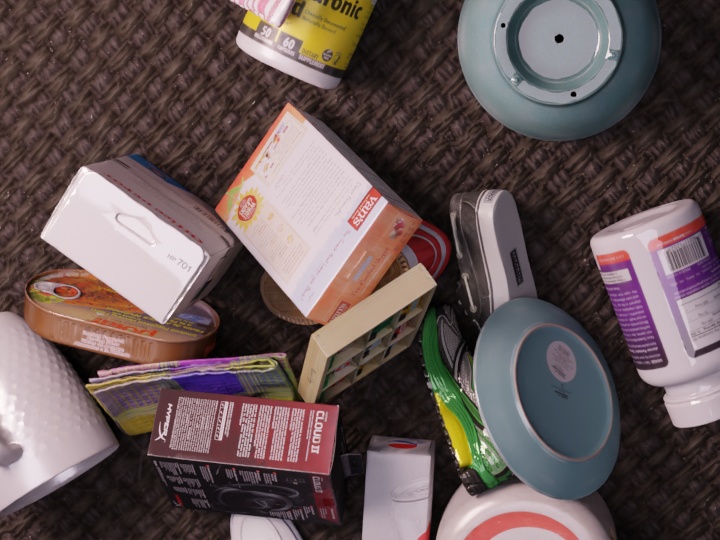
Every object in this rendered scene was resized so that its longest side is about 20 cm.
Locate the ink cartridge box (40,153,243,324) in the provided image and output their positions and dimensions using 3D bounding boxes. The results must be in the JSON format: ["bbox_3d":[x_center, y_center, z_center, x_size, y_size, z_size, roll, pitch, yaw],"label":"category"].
[{"bbox_3d":[-0.204,-0.035,1.610,0.146,0.200,0.086,36,101,1],"label":"ink cartridge box"}]

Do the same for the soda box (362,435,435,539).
[{"bbox_3d":[0.037,0.273,1.694,0.068,0.063,0.201,5,99,6],"label":"soda box"}]

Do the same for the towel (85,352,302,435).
[{"bbox_3d":[-0.162,0.127,1.667,0.199,0.144,0.023,-6,62,5],"label":"towel"}]

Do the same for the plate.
[{"bbox_3d":[0.188,0.119,1.594,0.026,0.200,0.201,-26,95,46],"label":"plate"}]

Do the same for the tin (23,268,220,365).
[{"bbox_3d":[-0.240,0.048,1.672,0.199,0.112,0.042,14,110,6],"label":"tin"}]

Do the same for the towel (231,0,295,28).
[{"bbox_3d":[-0.089,-0.317,1.568,0.030,0.200,0.147,18,102,-31],"label":"towel"}]

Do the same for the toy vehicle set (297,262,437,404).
[{"bbox_3d":[0.003,0.066,1.583,0.124,0.200,0.027,-33,78,-15],"label":"toy vehicle set"}]

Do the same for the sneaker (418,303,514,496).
[{"bbox_3d":[0.111,0.119,1.631,0.085,0.078,0.201,-20,63,0],"label":"sneaker"}]

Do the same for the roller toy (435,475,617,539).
[{"bbox_3d":[0.164,0.288,1.641,0.200,0.140,0.182,45,101,-1],"label":"roller toy"}]

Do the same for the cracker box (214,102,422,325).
[{"bbox_3d":[-0.044,-0.053,1.601,0.134,0.058,0.200,-54,44,11],"label":"cracker box"}]

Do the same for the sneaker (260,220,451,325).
[{"bbox_3d":[0.000,0.000,1.665,0.199,0.112,0.072,-11,99,39],"label":"sneaker"}]

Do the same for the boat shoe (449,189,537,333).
[{"bbox_3d":[0.131,0.017,1.648,0.063,0.071,0.201,-1,105,35],"label":"boat shoe"}]

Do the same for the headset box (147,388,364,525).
[{"bbox_3d":[-0.097,0.187,1.650,0.199,0.149,0.078,4,63,7],"label":"headset box"}]

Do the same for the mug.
[{"bbox_3d":[-0.354,0.138,1.657,0.147,0.200,0.176,-32,84,9],"label":"mug"}]

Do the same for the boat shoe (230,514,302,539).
[{"bbox_3d":[-0.083,0.329,1.716,0.073,0.067,0.201,-21,95,9],"label":"boat shoe"}]

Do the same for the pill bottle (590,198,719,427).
[{"bbox_3d":[0.305,0.043,1.601,0.111,0.111,0.201,-20,95,10],"label":"pill bottle"}]

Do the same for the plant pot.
[{"bbox_3d":[0.186,-0.218,1.568,0.199,0.134,0.202,1,98,7],"label":"plant pot"}]

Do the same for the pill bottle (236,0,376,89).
[{"bbox_3d":[-0.032,-0.285,1.597,0.111,0.111,0.201,25,100,3],"label":"pill bottle"}]
